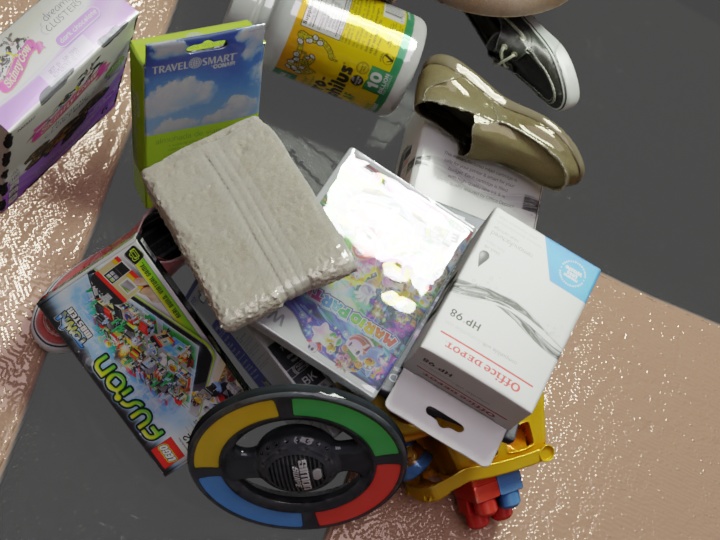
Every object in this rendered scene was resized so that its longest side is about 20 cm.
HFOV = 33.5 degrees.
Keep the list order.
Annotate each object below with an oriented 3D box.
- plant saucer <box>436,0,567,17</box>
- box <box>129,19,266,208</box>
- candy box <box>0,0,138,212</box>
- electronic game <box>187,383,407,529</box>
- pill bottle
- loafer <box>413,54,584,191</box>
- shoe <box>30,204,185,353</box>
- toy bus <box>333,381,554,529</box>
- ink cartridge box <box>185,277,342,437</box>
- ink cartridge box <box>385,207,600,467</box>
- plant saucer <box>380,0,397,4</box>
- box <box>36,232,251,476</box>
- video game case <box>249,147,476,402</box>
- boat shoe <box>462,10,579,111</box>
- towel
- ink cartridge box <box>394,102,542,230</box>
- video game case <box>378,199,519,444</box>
[{"bbox_3d":[0.153,-0.355,1.357,0.200,0.032,0.200,2,46,-2],"label":"plant saucer"},{"bbox_3d":[-0.158,-0.156,1.149,0.122,0.200,0.048,-16,51,-23],"label":"box"},{"bbox_3d":[-0.295,-0.162,1.101,0.072,0.200,0.168,41,65,-2],"label":"candy box"},{"bbox_3d":[-0.057,0.172,1.085,0.200,0.200,0.042,15,41,-14],"label":"electronic game"},{"bbox_3d":[-0.041,-0.250,1.264,0.200,0.113,0.113,21,67,-12],"label":"pill bottle"},{"bbox_3d":[0.135,-0.138,1.221,0.200,0.076,0.067,34,66,5],"label":"loafer"},{"bbox_3d":[-0.225,-0.002,1.133,0.200,0.091,0.072,-39,88,-25],"label":"shoe"},{"bbox_3d":[0.087,0.166,1.178,0.200,0.136,0.192,-11,93,-20],"label":"toy bus"},{"bbox_3d":[-0.087,0.080,1.150,0.039,0.099,0.200,-39,89,-23],"label":"ink cartridge box"},{"bbox_3d":[0.119,0.059,1.069,0.116,0.067,0.200,31,65,-1],"label":"ink cartridge box"},{"bbox_3d":[-0.024,-0.332,1.254,0.200,0.201,0.051,20,81,-12],"label":"plant saucer"},{"bbox_3d":[-0.191,0.078,1.099,0.110,0.035,0.200,-34,102,2],"label":"box"},{"bbox_3d":[0.000,0.000,1.089,0.143,0.018,0.200,33,65,-1],"label":"video game case"},{"bbox_3d":[0.172,-0.259,1.369,0.064,0.071,0.200,-27,75,-25],"label":"boat shoe"},{"bbox_3d":[-0.104,-0.045,1.071,0.132,0.035,0.200,-27,59,-8],"label":"towel"},{"bbox_3d":[0.107,-0.065,1.272,0.147,0.083,0.200,19,68,-13],"label":"ink cartridge box"},{"bbox_3d":[0.101,0.045,1.117,0.143,0.019,0.200,21,66,-5],"label":"video game case"}]
